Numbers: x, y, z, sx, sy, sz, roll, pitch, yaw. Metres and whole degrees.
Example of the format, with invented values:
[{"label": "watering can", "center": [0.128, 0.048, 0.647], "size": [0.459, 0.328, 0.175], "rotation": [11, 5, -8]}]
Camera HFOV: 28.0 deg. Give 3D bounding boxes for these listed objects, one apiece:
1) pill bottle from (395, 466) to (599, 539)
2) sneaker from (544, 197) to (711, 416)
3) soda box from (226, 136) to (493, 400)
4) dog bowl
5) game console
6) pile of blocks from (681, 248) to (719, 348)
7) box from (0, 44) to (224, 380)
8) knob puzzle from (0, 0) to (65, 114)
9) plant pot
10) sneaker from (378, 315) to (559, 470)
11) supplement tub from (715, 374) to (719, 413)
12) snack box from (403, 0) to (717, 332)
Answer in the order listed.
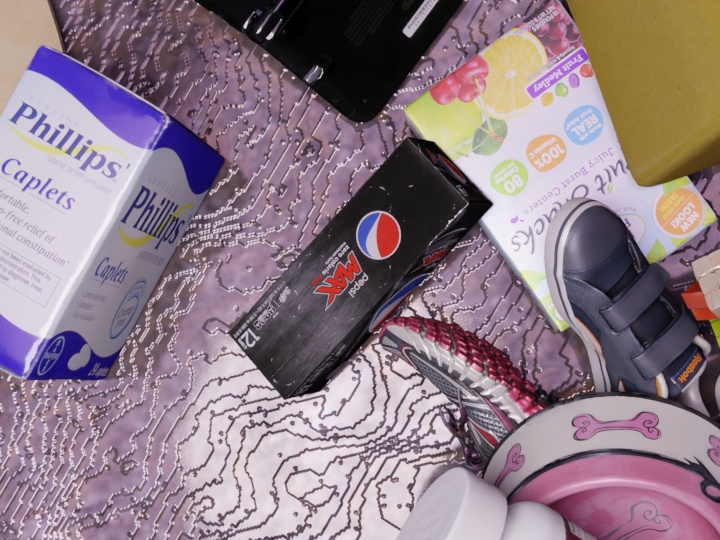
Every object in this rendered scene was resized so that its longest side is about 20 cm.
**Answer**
[{"label": "pill bottle", "center": [0.120, 0.214, 0.903], "size": [0.199, 0.110, 0.110], "rotation": [34, 89, -11]}, {"label": "sneaker", "center": [0.192, 0.038, 0.990], "size": [0.078, 0.079, 0.201], "rotation": [-42, 125, -24]}, {"label": "soda box", "center": [0.000, 0.000, 1.037], "size": [0.071, 0.063, 0.200], "rotation": [47, 107, 14]}, {"label": "dog bowl", "center": [0.177, 0.185, 0.983], "size": [0.198, 0.074, 0.202], "rotation": [4, 122, 7]}, {"label": "game console", "center": [-0.015, -0.246, 1.106], "size": [0.175, 0.116, 0.201], "rotation": [37, 90, -24]}, {"label": "pile of blocks", "center": [0.257, 0.024, 0.980], "size": [0.062, 0.200, 0.083], "rotation": [-27, 83, 22]}, {"label": "box", "center": [-0.202, -0.032, 1.024], "size": [0.104, 0.184, 0.201], "rotation": [28, 89, 7]}, {"label": "knob puzzle", "center": [-0.317, -0.171, 1.120], "size": [0.217, 0.030, 0.222], "rotation": [0, 85, 5]}, {"label": "plant pot", "center": [0.274, -0.194, 0.962], "size": [0.194, 0.200, 0.196], "rotation": [-18, 85, -17]}, {"label": "sneaker", "center": [0.091, 0.105, 1.044], "size": [0.200, 0.081, 0.075], "rotation": [39, 104, 9]}, {"label": "supplement tub", "center": [0.361, 0.094, 0.988], "size": [0.199, 0.144, 0.145], "rotation": [-26, 84, 2]}, {"label": "snack box", "center": [0.145, -0.076, 1.063], "size": [0.142, 0.053, 0.201], "rotation": [-35, 85, 3]}]
